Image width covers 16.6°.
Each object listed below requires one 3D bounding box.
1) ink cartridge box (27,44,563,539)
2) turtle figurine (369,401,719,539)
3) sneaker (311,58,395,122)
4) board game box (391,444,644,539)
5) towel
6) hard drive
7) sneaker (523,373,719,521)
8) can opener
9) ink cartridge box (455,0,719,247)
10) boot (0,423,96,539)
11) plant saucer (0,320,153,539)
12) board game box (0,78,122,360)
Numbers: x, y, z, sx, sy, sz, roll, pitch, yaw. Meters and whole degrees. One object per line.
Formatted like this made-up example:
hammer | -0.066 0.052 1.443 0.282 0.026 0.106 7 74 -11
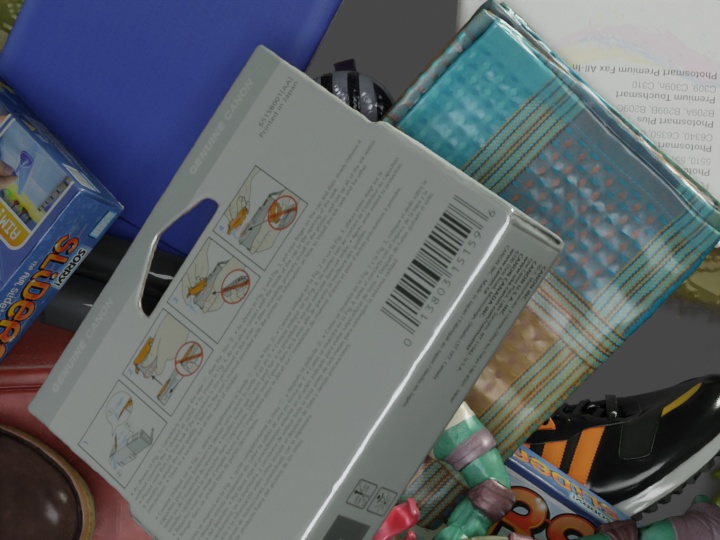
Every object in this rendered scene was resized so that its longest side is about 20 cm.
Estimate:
ink cartridge box | -0.033 0.027 1.044 0.174 0.044 0.200 37 96 42
turtle figurine | 0.056 0.140 1.070 0.200 0.101 0.150 8 113 -13
sneaker | 0.000 0.000 1.177 0.074 0.088 0.200 3 104 3
board game box | 0.026 0.128 1.145 0.200 0.034 0.135 34 105 -4
towel | 0.045 0.002 1.081 0.147 0.022 0.200 41 104 -5
hard drive | -0.096 -0.100 1.157 0.132 0.025 0.200 30 123 0
sneaker | 0.085 0.088 1.185 0.200 0.070 0.090 -30 96 7
can opener | -0.137 0.013 1.195 0.200 0.067 0.053 17 56 7
ink cartridge box | 0.106 -0.094 1.137 0.125 0.129 0.200 5 96 3
boot | -0.242 0.108 1.131 0.200 0.166 0.072 13 101 24
plant saucer | -0.119 0.123 1.217 0.199 0.037 0.200 -2 96 4
board game box | -0.215 -0.040 1.150 0.135 0.034 0.200 -50 58 9
